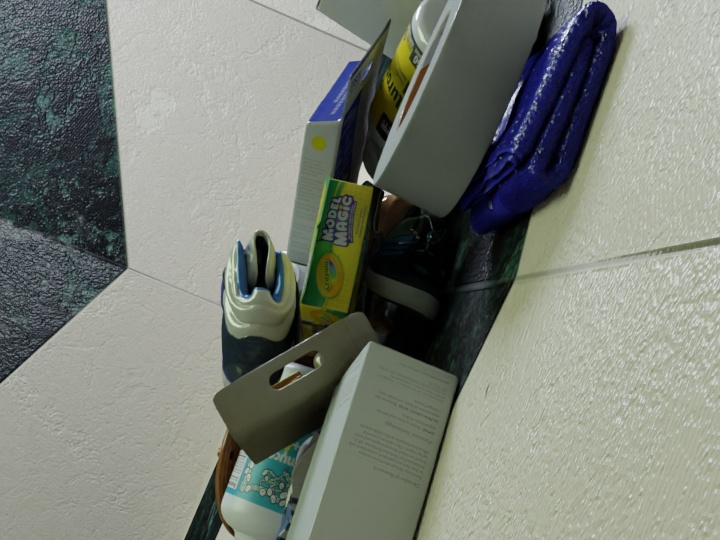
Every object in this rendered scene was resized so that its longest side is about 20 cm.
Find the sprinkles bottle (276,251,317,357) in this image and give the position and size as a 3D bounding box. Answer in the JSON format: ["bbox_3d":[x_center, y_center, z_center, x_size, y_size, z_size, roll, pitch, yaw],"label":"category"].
[{"bbox_3d":[-0.056,0.059,1.576,0.201,0.067,0.069,64,-141,-55],"label":"sprinkles bottle"}]

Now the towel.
[{"bbox_3d":[0.127,-0.114,1.140,0.200,0.049,0.149,142,148,-77],"label":"towel"}]

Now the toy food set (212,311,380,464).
[{"bbox_3d":[-0.051,0.098,1.298,0.142,0.061,0.200,-29,-15,-5],"label":"toy food set"}]

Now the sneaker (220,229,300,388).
[{"bbox_3d":[-0.088,0.006,1.382,0.201,0.079,0.148,-88,7,-49],"label":"sneaker"}]

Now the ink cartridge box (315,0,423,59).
[{"bbox_3d":[0.074,-0.333,1.612,0.200,0.146,0.147,-47,-13,-52],"label":"ink cartridge box"}]

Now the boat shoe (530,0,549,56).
[{"bbox_3d":[0.133,-0.243,1.392,0.201,0.074,0.062,-79,12,-52],"label":"boat shoe"}]

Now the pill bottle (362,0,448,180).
[{"bbox_3d":[0.072,-0.168,1.493,0.201,0.110,0.112,118,171,-47],"label":"pill bottle"}]

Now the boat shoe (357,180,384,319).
[{"bbox_3d":[0.000,0.000,1.501,0.073,0.064,0.202,110,177,-57],"label":"boat shoe"}]

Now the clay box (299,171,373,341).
[{"bbox_3d":[-0.021,-0.002,1.337,0.200,0.047,0.116,96,-175,-75],"label":"clay box"}]

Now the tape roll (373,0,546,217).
[{"bbox_3d":[0.078,-0.147,1.206,0.200,0.066,0.202,-155,89,-85],"label":"tape roll"}]

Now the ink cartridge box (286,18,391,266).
[{"bbox_3d":[-0.023,-0.134,1.496,0.198,0.046,0.202,-64,-16,-63],"label":"ink cartridge box"}]

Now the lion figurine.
[{"bbox_3d":[0.018,-0.020,1.594,0.123,0.071,0.203,83,-161,-74],"label":"lion figurine"}]

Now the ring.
[{"bbox_3d":[-0.087,0.182,1.547,0.200,0.019,0.203,-29,-53,-48],"label":"ring"}]

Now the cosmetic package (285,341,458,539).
[{"bbox_3d":[0.000,0.171,1.144,0.113,0.080,0.202,125,164,-63],"label":"cosmetic package"}]

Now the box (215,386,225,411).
[{"bbox_3d":[-0.070,0.086,1.719,0.199,0.039,0.138,-32,-23,-42],"label":"box"}]

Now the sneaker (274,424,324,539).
[{"bbox_3d":[-0.026,0.175,1.335,0.116,0.080,0.201,-80,12,-52],"label":"sneaker"}]

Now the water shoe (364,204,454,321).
[{"bbox_3d":[0.048,-0.015,1.382,0.080,0.071,0.200,-62,9,10],"label":"water shoe"}]

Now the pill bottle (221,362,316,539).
[{"bbox_3d":[-0.067,0.199,1.460,0.111,0.110,0.202,148,142,-79],"label":"pill bottle"}]
